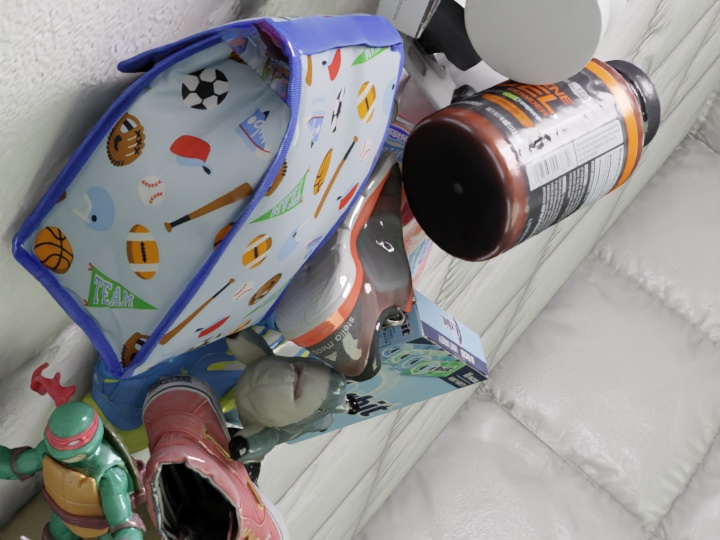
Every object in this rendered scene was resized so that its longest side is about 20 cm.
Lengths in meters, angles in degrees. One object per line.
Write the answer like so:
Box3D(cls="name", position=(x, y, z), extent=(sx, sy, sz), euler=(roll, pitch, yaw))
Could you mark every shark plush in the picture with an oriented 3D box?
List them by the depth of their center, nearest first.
Box3D(cls="shark plush", position=(-0.039, 0.104, 0.912), extent=(0.201, 0.082, 0.092), euler=(75, 11, -63))

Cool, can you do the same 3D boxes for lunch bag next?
Box3D(cls="lunch bag", position=(-0.069, -0.061, 0.716), extent=(0.200, 0.124, 0.170), euler=(-48, 172, 24))

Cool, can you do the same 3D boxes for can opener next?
Box3D(cls="can opener", position=(0.091, -0.123, 0.994), extent=(0.066, 0.200, 0.054), euler=(-26, -153, 32))

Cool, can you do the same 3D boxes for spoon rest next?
Box3D(cls="spoon rest", position=(0.108, -0.154, 1.052), extent=(0.198, 0.061, 0.100), euler=(-11, -147, 48))

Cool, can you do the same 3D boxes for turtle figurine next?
Box3D(cls="turtle figurine", position=(-0.172, 0.143, 0.780), extent=(0.100, 0.149, 0.202), euler=(-39, 144, -30))

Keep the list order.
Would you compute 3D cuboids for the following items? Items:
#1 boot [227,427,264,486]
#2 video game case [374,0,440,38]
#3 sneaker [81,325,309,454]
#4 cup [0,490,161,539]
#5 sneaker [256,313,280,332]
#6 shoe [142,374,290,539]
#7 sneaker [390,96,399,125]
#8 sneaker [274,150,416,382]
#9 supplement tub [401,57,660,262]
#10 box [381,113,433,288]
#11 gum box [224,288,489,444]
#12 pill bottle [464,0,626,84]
Box3D(cls="boot", position=(-0.128, 0.207, 1.075), extent=(0.203, 0.072, 0.157), euler=(162, -68, -71))
Box3D(cls="video game case", position=(0.078, -0.265, 0.781), extent=(0.182, 0.035, 0.201), euler=(113, 3, -46))
Box3D(cls="sneaker", position=(-0.110, 0.057, 0.933), extent=(0.199, 0.076, 0.106), euler=(-31, 152, -29))
Box3D(cls="cup", position=(-0.196, 0.232, 0.952), extent=(0.201, 0.197, 0.145), euler=(100, 5, -63))
Box3D(cls="sneaker", position=(-0.069, 0.009, 0.898), extent=(0.198, 0.079, 0.066), euler=(-8, 146, -43))
Box3D(cls="shoe", position=(-0.098, 0.175, 0.887), extent=(0.070, 0.202, 0.091), euler=(-17, -150, 5))
Box3D(cls="sneaker", position=(-0.021, -0.091, 0.894), extent=(0.078, 0.082, 0.200), euler=(-59, 166, 27))
Box3D(cls="sneaker", position=(0.000, 0.000, 0.874), extent=(0.077, 0.082, 0.201), euler=(-28, -154, 34))
Box3D(cls="supplement tub", position=(0.128, -0.088, 0.922), extent=(0.199, 0.107, 0.108), euler=(-28, 154, -38))
Box3D(cls="box", position=(0.003, -0.032, 1.084), extent=(0.095, 0.102, 0.201), euler=(-44, 163, -32))
Box3D(cls="gum box", position=(-0.012, 0.085, 1.082), extent=(0.197, 0.045, 0.170), euler=(-20, 157, 18))
Box3D(cls="pill bottle", position=(0.139, -0.224, 0.922), extent=(0.201, 0.114, 0.117), euler=(-65, 180, -48))
